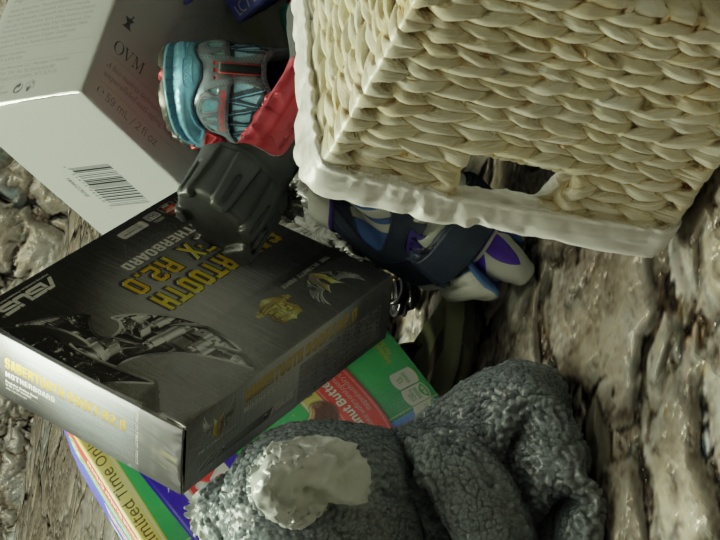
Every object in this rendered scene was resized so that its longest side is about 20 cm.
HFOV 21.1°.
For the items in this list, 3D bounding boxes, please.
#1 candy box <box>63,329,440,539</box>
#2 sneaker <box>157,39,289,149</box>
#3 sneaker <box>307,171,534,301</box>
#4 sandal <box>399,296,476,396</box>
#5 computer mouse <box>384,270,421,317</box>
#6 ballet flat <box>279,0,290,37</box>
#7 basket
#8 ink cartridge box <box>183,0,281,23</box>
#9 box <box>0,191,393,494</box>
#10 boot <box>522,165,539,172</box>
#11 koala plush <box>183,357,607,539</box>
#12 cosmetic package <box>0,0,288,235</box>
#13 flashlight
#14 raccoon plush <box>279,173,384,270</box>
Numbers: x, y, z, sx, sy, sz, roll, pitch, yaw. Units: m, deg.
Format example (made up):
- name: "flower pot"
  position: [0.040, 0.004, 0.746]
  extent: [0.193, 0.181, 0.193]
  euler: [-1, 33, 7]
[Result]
- name: "candy box"
  position: [-0.061, 0.105, 1.172]
  extent: [0.169, 0.199, 0.077]
  euler: [50, 163, 33]
- name: "sneaker"
  position: [-0.058, -0.107, 1.302]
  extent: [0.200, 0.094, 0.080]
  euler: [10, -103, -70]
- name: "sneaker"
  position: [0.043, -0.049, 1.125]
  extent: [0.081, 0.145, 0.200]
  euler: [-58, -10, -20]
- name: "sandal"
  position: [0.024, 0.084, 1.270]
  extent: [0.080, 0.057, 0.202]
  euler: [-98, 22, -44]
- name: "computer mouse"
  position: [-0.003, 0.053, 1.413]
  extent: [0.110, 0.043, 0.201]
  euler: [-112, 38, -51]
- name: "ballet flat"
  position: [0.021, -0.119, 1.324]
  extent: [0.201, 0.070, 0.067]
  euler: [58, 160, 13]
- name: "basket"
  position: [0.081, -0.139, 0.929]
  extent: [0.161, 0.196, 0.202]
  euler: [121, 153, -48]
- name: "ink cartridge box"
  position: [-0.021, -0.234, 1.333]
  extent: [0.042, 0.199, 0.119]
  euler: [58, 143, 1]
- name: "box"
  position: [-0.100, 0.032, 1.111]
  extent: [0.157, 0.200, 0.049]
  euler: [24, 127, 27]
- name: "boot"
  position: [0.048, -0.147, 1.086]
  extent: [0.130, 0.201, 0.068]
  euler: [30, 71, 38]
- name: "koala plush"
  position: [0.013, 0.130, 1.030]
  extent: [0.177, 0.198, 0.186]
  euler: [146, 130, -69]
- name: "cosmetic package"
  position: [-0.149, -0.147, 1.382]
  extent: [0.122, 0.199, 0.202]
  euler: [-5, 57, 35]
- name: "flashlight"
  position: [-0.046, -0.103, 1.155]
  extent: [0.201, 0.067, 0.068]
  euler: [-58, -16, -31]
- name: "raccoon plush"
  position: [0.000, 0.000, 1.311]
  extent: [0.097, 0.199, 0.134]
  euler: [-51, -30, -9]
